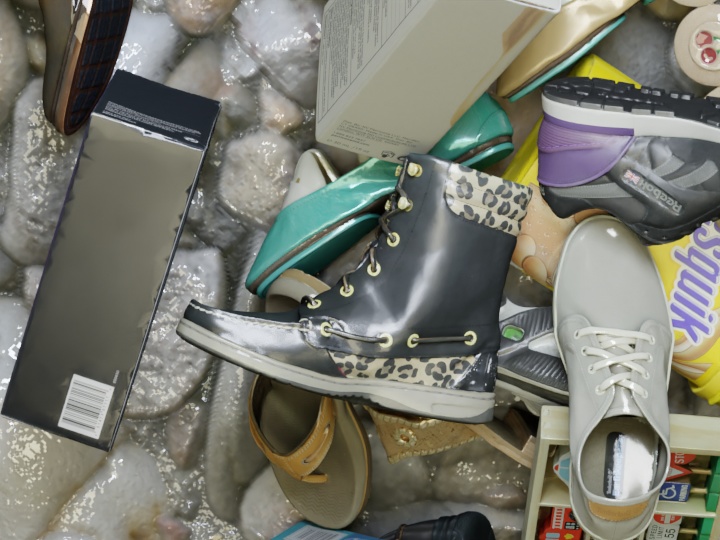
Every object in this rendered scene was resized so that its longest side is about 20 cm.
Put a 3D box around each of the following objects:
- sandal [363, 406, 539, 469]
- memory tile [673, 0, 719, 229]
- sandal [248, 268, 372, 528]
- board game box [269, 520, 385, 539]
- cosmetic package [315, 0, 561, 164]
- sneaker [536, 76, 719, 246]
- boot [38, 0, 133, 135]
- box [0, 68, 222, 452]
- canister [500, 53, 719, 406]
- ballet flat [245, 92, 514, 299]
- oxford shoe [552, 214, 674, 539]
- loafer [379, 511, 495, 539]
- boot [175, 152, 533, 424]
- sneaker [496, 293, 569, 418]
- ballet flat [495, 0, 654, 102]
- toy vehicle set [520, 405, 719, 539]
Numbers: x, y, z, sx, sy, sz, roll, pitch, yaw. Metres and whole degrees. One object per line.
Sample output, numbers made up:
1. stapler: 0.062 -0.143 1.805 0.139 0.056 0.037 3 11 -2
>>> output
1. sandal: 0.047 0.103 1.607 0.211 0.078 0.070 30 101 -13
2. memory tile: 0.267 -0.124 1.485 0.152 0.017 0.202 -13 94 15
3. sandal: -0.040 0.090 1.585 0.080 0.054 0.201 20 134 26
4. board game box: 0.014 0.279 1.629 0.150 0.047 0.202 9 109 34
5. cosmetic package: 0.044 -0.154 1.455 0.071 0.200 0.106 14 63 -19
6. sneaker: 0.202 -0.055 1.475 0.199 0.076 0.088 12 111 20
7. boot: -0.194 -0.191 1.547 0.096 0.075 0.202 17 105 15
8. box: -0.154 -0.009 1.547 0.078 0.141 0.201 18 104 -2
9. canister: 0.189 -0.025 1.566 0.199 0.087 0.149 32 102 -6
10. ballet flat: 0.002 -0.059 1.579 0.199 0.067 0.071 -31 78 9
11. oxford shoe: 0.154 0.060 1.481 0.075 0.058 0.202 1 72 0
12. loafer: 0.064 0.258 1.660 0.072 0.073 0.202 -6 101 25
13. boot: 0.000 0.000 1.492 0.202 0.073 0.155 14 91 -13
14. sneaker: 0.087 0.061 1.596 0.199 0.116 0.076 21 65 25
15. ballet flat: 0.157 -0.181 1.541 0.199 0.069 0.063 -33 93 0
16. toy vehicle set: 0.168 0.163 1.592 0.123 0.027 0.201 3 138 0
